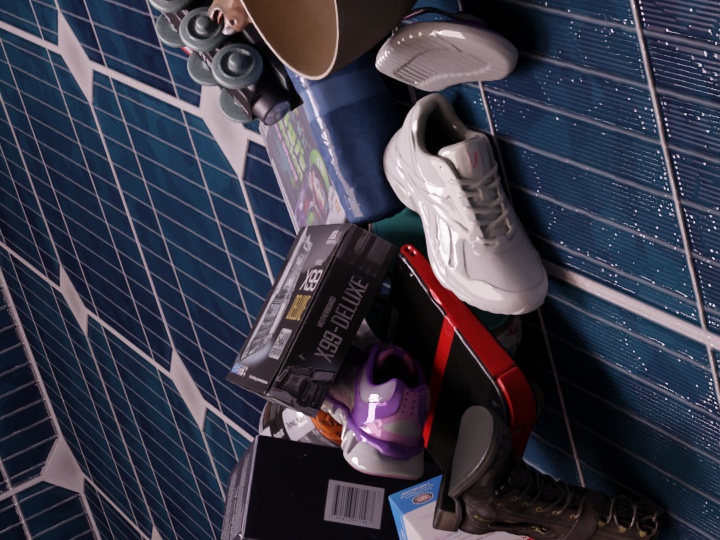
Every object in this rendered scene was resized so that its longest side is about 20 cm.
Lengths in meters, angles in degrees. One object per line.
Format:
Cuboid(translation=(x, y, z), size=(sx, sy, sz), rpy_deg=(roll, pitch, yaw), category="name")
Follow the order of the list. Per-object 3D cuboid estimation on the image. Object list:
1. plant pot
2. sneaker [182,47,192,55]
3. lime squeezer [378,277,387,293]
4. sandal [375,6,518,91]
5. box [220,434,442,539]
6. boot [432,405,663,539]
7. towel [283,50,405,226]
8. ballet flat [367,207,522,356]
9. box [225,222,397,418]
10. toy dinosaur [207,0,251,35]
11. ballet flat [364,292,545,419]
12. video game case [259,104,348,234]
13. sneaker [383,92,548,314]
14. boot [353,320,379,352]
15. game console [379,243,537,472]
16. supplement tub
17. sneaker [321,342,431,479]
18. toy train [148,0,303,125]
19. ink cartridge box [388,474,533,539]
Cuboid(translation=(-0.011, -0.260, 1.440), size=(0.200, 0.134, 0.201), rpy_deg=(52, 157, 32), category="plant pot")
Cuboid(translation=(-0.152, -0.276, 1.874), size=(0.112, 0.071, 0.201), rpy_deg=(25, 138, 56), category="sneaker")
Cuboid(translation=(0.000, 0.000, 1.790), size=(0.071, 0.038, 0.200), rpy_deg=(59, 149, 36), category="lime squeezer")
Cuboid(translation=(0.060, -0.176, 1.475), size=(0.203, 0.082, 0.050), rpy_deg=(-1, 70, 70), category="sandal")
Cuboid(translation=(-0.027, 0.242, 1.898), size=(0.182, 0.199, 0.104), rpy_deg=(125, 154, -68), category="box")
Cuboid(translation=(0.154, 0.175, 1.529), size=(0.200, 0.174, 0.069), rpy_deg=(105, 178, -65), category="boot")
Cuboid(translation=(-0.008, -0.138, 1.627), size=(0.048, 0.112, 0.201), rpy_deg=(-21, 92, 27), category="towel")
Cuboid(translation=(0.069, 0.014, 1.655), size=(0.200, 0.075, 0.064), rpy_deg=(51, 168, 41), category="ballet flat")
Cuboid(translation=(-0.044, 0.040, 1.665), size=(0.050, 0.158, 0.200), rpy_deg=(27, 175, -12), category="box")
Cuboid(translation=(-0.094, -0.318, 1.675), size=(0.135, 0.086, 0.200), rpy_deg=(41, 135, 28), category="toy dinosaur")
Cuboid(translation=(0.084, 0.074, 1.682), size=(0.200, 0.071, 0.071), rpy_deg=(40, 149, 37), category="ballet flat")
Cuboid(translation=(-0.050, -0.099, 1.838), size=(0.182, 0.023, 0.201), rpy_deg=(109, 144, -62), category="video game case")
Cuboid(translation=(0.084, -0.055, 1.530), size=(0.200, 0.078, 0.099), rpy_deg=(55, 155, 24), category="sneaker")
Cuboid(translation=(0.048, 0.096, 1.761), size=(0.200, 0.095, 0.074), rpy_deg=(39, 148, 51), category="boot")
Cuboid(translation=(0.076, 0.094, 1.613), size=(0.177, 0.031, 0.200), rpy_deg=(54, 155, 27), category="game console")
Cuboid(translation=(-0.027, 0.147, 1.975), size=(0.123, 0.122, 0.200), rpy_deg=(62, 161, 8), category="supplement tub")
Cuboid(translation=(0.014, 0.096, 1.625), size=(0.200, 0.080, 0.089), rpy_deg=(-127, 49, -64), category="sneaker")
Cuboid(translation=(-0.108, -0.218, 1.748), size=(0.200, 0.114, 0.085), rpy_deg=(50, 165, 24), category="toy train")
Cuboid(translation=(0.116, 0.247, 1.700), size=(0.200, 0.116, 0.067), rpy_deg=(-132, 25, -61), category="ink cartridge box")
